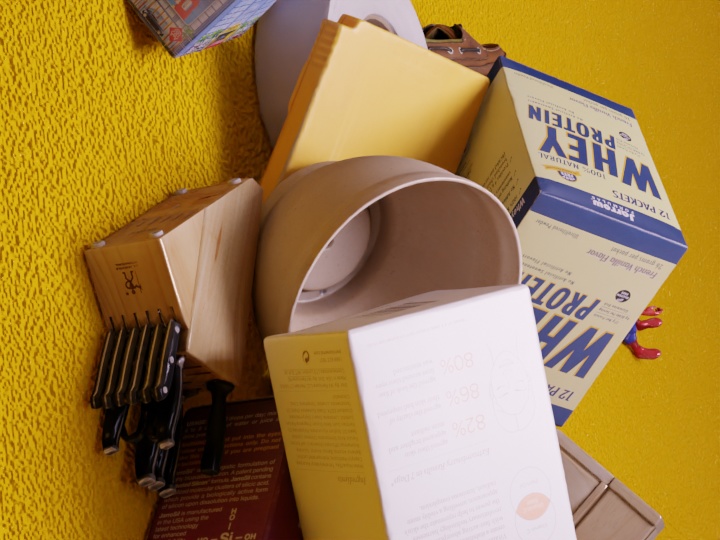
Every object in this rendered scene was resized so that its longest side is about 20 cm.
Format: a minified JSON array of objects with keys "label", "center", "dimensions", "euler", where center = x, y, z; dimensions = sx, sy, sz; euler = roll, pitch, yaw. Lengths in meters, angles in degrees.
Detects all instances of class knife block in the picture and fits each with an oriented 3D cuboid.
[{"label":"knife block","center":[-0.116,0.047,1.201],"dimensions":[0.200,0.064,0.177],"euler":[-42,120,-59]}]

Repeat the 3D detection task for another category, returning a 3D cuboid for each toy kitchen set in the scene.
[{"label":"toy kitchen set","center":[0.128,0.198,1.507],"dimensions":[0.163,0.200,0.181],"euler":[-47,156,-7]}]

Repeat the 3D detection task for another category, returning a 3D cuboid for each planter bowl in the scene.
[{"label":"planter bowl","center":[0.000,0.000,1.277],"dimensions":[0.199,0.135,0.202],"euler":[-17,124,-27]}]

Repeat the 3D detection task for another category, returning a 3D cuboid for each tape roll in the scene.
[{"label":"tape roll","center":[-0.009,-0.154,1.459],"dimensions":[0.202,0.070,0.204],"euler":[28,58,-58]}]

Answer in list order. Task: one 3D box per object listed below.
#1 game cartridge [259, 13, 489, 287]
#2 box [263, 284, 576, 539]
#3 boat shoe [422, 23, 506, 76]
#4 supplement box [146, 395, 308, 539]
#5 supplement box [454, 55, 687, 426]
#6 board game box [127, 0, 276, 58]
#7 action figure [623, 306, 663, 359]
[{"label":"game cartridge","center":[0.004,-0.084,1.367],"dimensions":[0.176,0.032,0.201],"euler":[18,95,-45]},{"label":"box","center":[0.041,0.123,1.156],"dimensions":[0.151,0.106,0.202],"euler":[-13,94,-34]},{"label":"boat shoe","center":[0.088,-0.202,1.660],"dimensions":[0.200,0.071,0.069],"euler":[-32,112,-61]},{"label":"supplement box","center":[-0.073,0.206,1.198],"dimensions":[0.131,0.103,0.201],"euler":[53,38,-41]},{"label":"supplement box","center":[0.137,-0.024,1.416],"dimensions":[0.133,0.201,0.200],"euler":[19,33,-19]},{"label":"board game box","center":[-0.045,-0.254,1.272],"dimensions":[0.062,0.200,0.200],"euler":[51,30,3]},{"label":"action figure","center":[0.330,0.035,2.051],"dimensions":[0.200,0.098,0.066],"euler":[41,46,-49]}]
